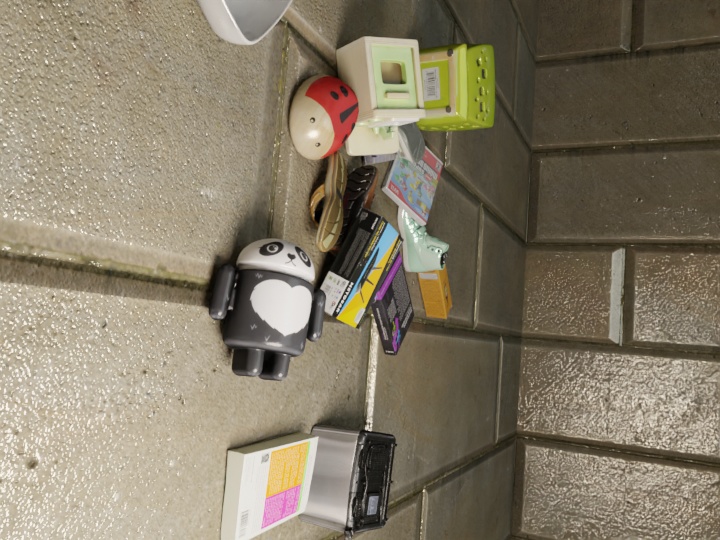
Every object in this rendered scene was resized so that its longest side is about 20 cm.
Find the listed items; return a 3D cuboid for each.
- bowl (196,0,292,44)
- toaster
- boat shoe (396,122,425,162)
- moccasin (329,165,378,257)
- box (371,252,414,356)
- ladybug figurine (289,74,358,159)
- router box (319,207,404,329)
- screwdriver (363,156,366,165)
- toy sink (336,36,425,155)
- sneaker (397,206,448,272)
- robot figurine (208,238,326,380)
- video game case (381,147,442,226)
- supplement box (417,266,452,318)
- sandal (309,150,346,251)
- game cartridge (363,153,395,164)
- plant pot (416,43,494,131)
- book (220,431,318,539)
[{"bbox_3d":[-0.176,-0.425,0.863,0.201,0.074,0.202,68,33,-41],"label":"bowl"},{"bbox_3d":[-0.021,0.390,1.200,0.200,0.117,0.184,34,61,-62],"label":"toaster"},{"bbox_3d":[0.080,-0.321,1.376,0.075,0.064,0.203,-51,134,-24],"label":"boat shoe"},{"bbox_3d":[-0.008,-0.114,1.244,0.078,0.073,0.204,54,45,-56],"label":"moccasin"},{"bbox_3d":[0.072,0.075,1.478,0.144,0.036,0.202,-58,140,-46],"label":"box"},{"bbox_3d":[-0.057,-0.274,1.132,0.201,0.071,0.137,-58,141,-47],"label":"ladybug figurine"},{"bbox_3d":[0.000,0.000,1.210,0.202,0.051,0.149,-63,156,-3],"label":"router box"},{"bbox_3d":[-0.001,-0.289,1.308,0.029,0.027,0.203,-103,-177,-64],"label":"screwdriver"},{"bbox_3d":[0.043,-0.330,1.226,0.129,0.111,0.204,-9,97,-34],"label":"toy sink"},{"bbox_3d":[0.158,-0.094,1.555,0.074,0.117,0.204,-41,126,-55],"label":"sneaker"},{"bbox_3d":[-0.131,0.055,0.930,0.150,0.123,0.203,41,55,-68],"label":"robot figurine"},{"bbox_3d":[0.127,-0.225,1.523,0.143,0.017,0.202,38,53,-27],"label":"video game case"},{"bbox_3d":[0.196,0.030,1.707,0.067,0.068,0.202,-56,139,-47],"label":"supplement box"},{"bbox_3d":[-0.063,-0.124,1.155,0.081,0.053,0.203,61,31,-62],"label":"sandal"},{"bbox_3d":[0.036,-0.335,1.375,0.129,0.038,0.204,-31,119,-66],"label":"game cartridge"},{"bbox_3d":[0.202,-0.441,1.546,0.181,0.196,0.204,-18,109,-57],"label":"plant pot"},{"bbox_3d":[-0.143,0.342,1.023,0.199,0.047,0.136,12,83,-64],"label":"book"}]
